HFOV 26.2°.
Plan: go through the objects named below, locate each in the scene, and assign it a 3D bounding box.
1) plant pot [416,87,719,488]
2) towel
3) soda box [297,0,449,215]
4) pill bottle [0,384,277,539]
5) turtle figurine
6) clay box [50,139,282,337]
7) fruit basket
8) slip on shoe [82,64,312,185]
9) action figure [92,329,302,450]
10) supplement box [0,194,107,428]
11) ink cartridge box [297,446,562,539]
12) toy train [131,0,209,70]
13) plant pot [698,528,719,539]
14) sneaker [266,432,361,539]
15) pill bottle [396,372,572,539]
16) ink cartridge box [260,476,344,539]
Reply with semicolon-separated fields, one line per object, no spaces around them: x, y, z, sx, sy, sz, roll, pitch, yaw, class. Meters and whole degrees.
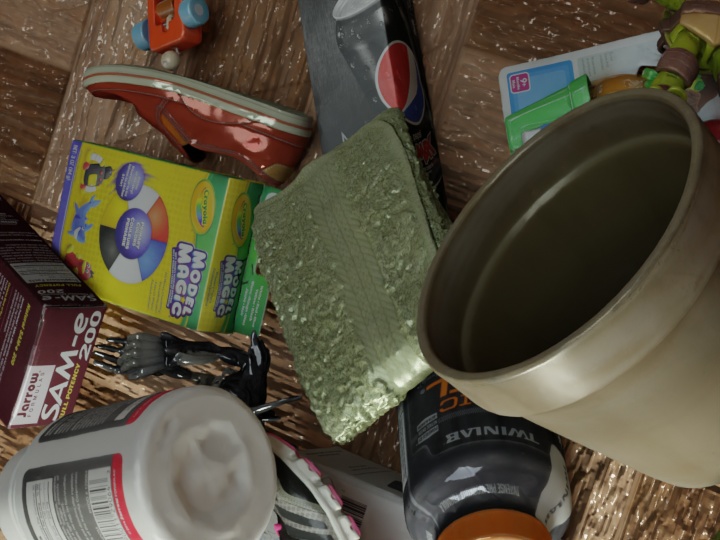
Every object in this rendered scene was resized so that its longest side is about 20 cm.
0.159;0.029;0.881;0.199;0.173;0.201;-37;27;23;plant pot
0.000;0.000;1.014;0.148;0.036;0.201;-39;51;22;towel
0.008;-0.125;1.104;0.070;0.063;0.203;-13;82;25;soda box
-0.154;0.141;0.999;0.199;0.110;0.112;-15;79;47;pill bottle
0.203;-0.147;0.942;0.198;0.163;0.065;22;141;-9;turtle figurine
-0.149;-0.025;1.169;0.198;0.047;0.117;14;94;37;clay box
0.195;-0.065;0.991;0.197;0.094;0.188;-12;80;20;fruit basket
-0.130;-0.115;1.171;0.198;0.074;0.062;20;99;21;slip on shoe
-0.126;0.100;1.103;0.199;0.101;0.121;3;96;54;action figure
-0.284;0.021;1.206;0.200;0.060;0.110;41;119;38;supplement box
0.028;0.224;1.061;0.198;0.084;0.147;19;96;27;ink cartridge box
-0.092;-0.240;1.157;0.199;0.055;0.152;-20;71;39;toy train
0.320;0.114;0.881;0.198;0.200;0.192;23;85;25;plant pot
-0.031;0.201;0.987;0.087;0.074;0.201;-31;79;-8;sneaker
0.077;0.116;0.978;0.106;0.106;0.201;-31;34;21;pill bottle
-0.062;0.263;1.037;0.172;0.044;0.202;-22;75;1;ink cartridge box
